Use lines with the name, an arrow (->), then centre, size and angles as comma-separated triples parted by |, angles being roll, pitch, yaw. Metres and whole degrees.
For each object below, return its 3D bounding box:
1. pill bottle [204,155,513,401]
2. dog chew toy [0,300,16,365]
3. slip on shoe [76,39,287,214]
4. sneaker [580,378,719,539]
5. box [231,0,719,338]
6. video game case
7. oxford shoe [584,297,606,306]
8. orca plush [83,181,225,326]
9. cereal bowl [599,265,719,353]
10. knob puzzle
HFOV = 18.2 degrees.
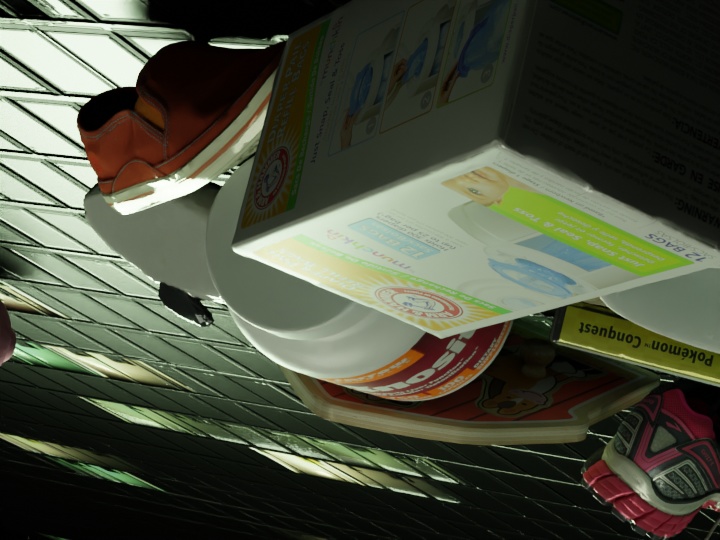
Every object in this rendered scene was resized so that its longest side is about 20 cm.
pill bottle -> 0.000, 0.000, 1.078 | 0.113, 0.113, 0.200 | 11, 176, 19
dog chew toy -> -0.354, 0.036, 1.695 | 0.200, 0.125, 0.124 | 16, 169, -34
slip on shoe -> -0.074, -0.076, 1.032 | 0.061, 0.074, 0.200 | 57, 148, -10
sneaker -> 0.198, 0.093, 1.254 | 0.081, 0.075, 0.200 | 41, -156, 15
box -> 0.051, -0.051, 0.868 | 0.112, 0.102, 0.200 | 23, 159, -26
video game case -> 0.195, 0.047, 1.186 | 0.180, 0.026, 0.200 | 14, -179, 8
oxford shoe -> 0.078, -0.023, 1.053 | 0.074, 0.071, 0.200 | 6, 163, 47
orca plush -> -0.059, -0.028, 1.260 | 0.200, 0.071, 0.105 | 0, 114, 39
cereal bowl -> 0.200, -0.013, 0.903 | 0.200, 0.083, 0.200 | 12, 168, 2
knob puzzle -> 0.043, 0.045, 1.234 | 0.219, 0.031, 0.220 | 8, -160, -3
